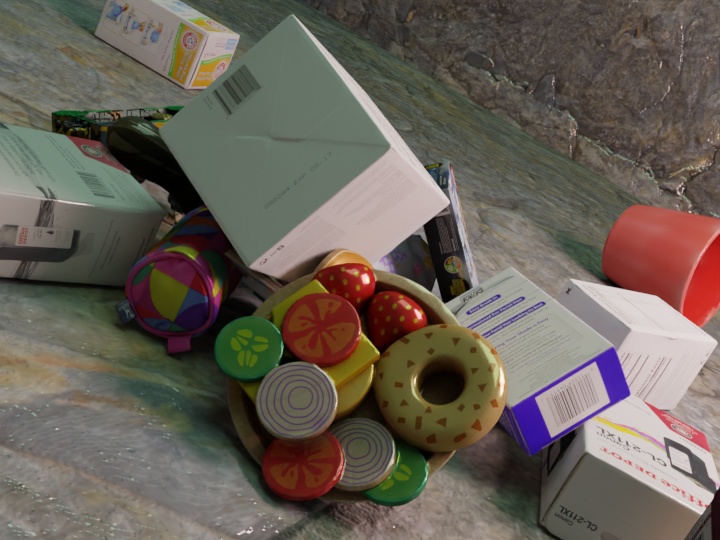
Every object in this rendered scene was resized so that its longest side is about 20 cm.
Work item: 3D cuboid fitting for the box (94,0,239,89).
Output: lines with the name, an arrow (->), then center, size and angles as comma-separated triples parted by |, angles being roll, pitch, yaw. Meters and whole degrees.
box -> -0.321, -0.392, 1.628 | 0.200, 0.102, 0.112 | 32, 20, 14

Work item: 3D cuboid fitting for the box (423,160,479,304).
box -> 0.104, -0.010, 1.086 | 0.040, 0.201, 0.137 | -12, 16, 10

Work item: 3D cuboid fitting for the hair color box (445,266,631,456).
hair color box -> 0.150, 0.079, 0.922 | 0.065, 0.109, 0.200 | 65, -7, -28

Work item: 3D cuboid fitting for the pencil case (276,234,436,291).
pencil case -> 0.000, 0.000, 1.052 | 0.083, 0.091, 0.200 | 39, 23, 32

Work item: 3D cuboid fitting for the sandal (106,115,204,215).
sandal -> -0.164, -0.096, 0.969 | 0.200, 0.082, 0.055 | 36, 48, -34

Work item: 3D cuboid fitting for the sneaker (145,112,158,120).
sneaker -> -0.235, -0.175, 1.242 | 0.104, 0.060, 0.200 | 23, 22, -25

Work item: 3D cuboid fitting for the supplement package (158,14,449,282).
supplement package -> -0.042, -0.090, 0.865 | 0.151, 0.152, 0.200 | 55, 10, 18

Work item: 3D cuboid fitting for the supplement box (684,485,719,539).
supplement box -> 0.318, 0.272, 0.704 | 0.200, 0.131, 0.103 | 31, 19, 11

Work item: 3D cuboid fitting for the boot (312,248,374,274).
boot -> 0.036, 0.063, 0.877 | 0.144, 0.071, 0.201 | 39, -7, 26

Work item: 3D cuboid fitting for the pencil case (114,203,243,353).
pencil case -> -0.148, -0.002, 0.881 | 0.088, 0.089, 0.200 | 26, 20, -2

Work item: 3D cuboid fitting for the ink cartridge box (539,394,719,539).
ink cartridge box -> 0.249, 0.190, 0.899 | 0.145, 0.083, 0.200 | 29, 18, 3

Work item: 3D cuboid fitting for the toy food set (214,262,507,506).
toy food set -> -0.006, 0.083, 0.738 | 0.200, 0.198, 0.049 | 48, -19, 22

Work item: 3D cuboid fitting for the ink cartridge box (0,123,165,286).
ink cartridge box -> -0.293, -0.061, 0.832 | 0.200, 0.085, 0.146 | 8, 26, -47

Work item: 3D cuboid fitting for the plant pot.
plant pot -> 0.527, -0.019, 1.675 | 0.177, 0.201, 0.200 | 27, 15, 39

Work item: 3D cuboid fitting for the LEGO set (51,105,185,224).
LEGO set -> -0.231, -0.109, 1.046 | 0.199, 0.116, 0.153 | -13, 23, -43

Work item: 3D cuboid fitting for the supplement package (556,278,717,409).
supplement package -> 0.323, 0.094, 1.203 | 0.199, 0.110, 0.114 | 10, 25, -41

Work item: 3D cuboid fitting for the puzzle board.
puzzle board -> -0.027, 0.064, 0.862 | 0.200, 0.017, 0.151 | 37, -9, 19
